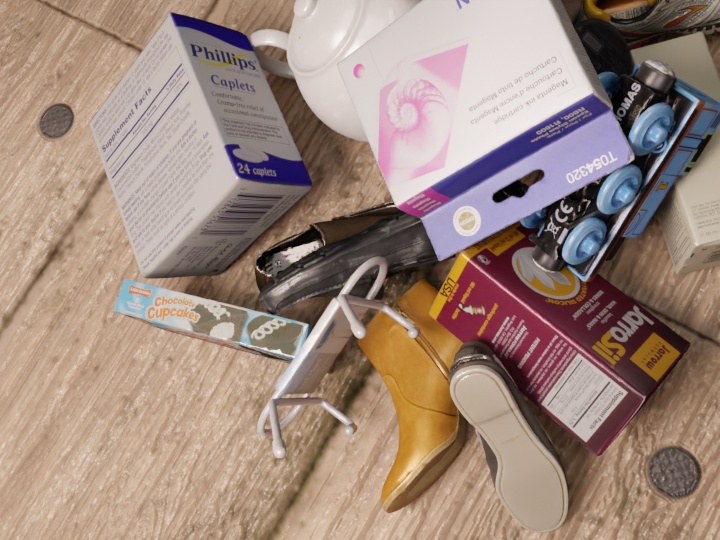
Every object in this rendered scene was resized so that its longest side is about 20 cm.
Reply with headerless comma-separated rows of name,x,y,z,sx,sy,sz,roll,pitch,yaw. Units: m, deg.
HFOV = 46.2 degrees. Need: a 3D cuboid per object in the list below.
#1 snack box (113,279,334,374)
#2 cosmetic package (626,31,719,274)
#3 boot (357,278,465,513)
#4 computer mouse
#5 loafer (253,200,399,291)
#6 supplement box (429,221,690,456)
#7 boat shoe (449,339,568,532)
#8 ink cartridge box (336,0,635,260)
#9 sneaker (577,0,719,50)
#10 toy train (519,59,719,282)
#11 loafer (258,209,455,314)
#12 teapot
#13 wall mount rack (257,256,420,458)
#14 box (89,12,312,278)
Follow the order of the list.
snack box,-0.132,0.058,0.849,0.199,0.116,0.037,13,79,16
cosmetic package,0.312,-0.108,0.801,0.073,0.104,0.201,-13,74,7
boot,0.046,0.117,0.825,0.144,0.071,0.201,37,82,25
computer mouse,0.151,-0.162,0.790,0.140,0.046,0.200,32,90,-11
loafer,-0.020,-0.019,0.868,0.199,0.071,0.073,-24,71,6
supplement box,0.179,0.053,0.771,0.200,0.086,0.110,40,42,19
boat shoe,0.138,0.148,0.761,0.067,0.057,0.200,-20,114,19
ink cartridge box,0.095,-0.136,0.703,0.196,0.043,0.201,-29,78,32
sneaker,0.318,-0.276,0.846,0.199,0.082,0.078,-19,72,14
toy train,0.221,-0.083,0.728,0.087,0.114,0.200,47,124,39
loafer,0.000,0.000,0.813,0.200,0.068,0.071,-25,100,-8
teapot,-0.008,-0.234,0.853,0.200,0.146,0.198,-51,40,23
wall mount rack,-0.023,0.084,0.736,0.074,0.174,0.200,36,99,22
box,-0.170,-0.122,0.871,0.184,0.105,0.201,-38,67,36
